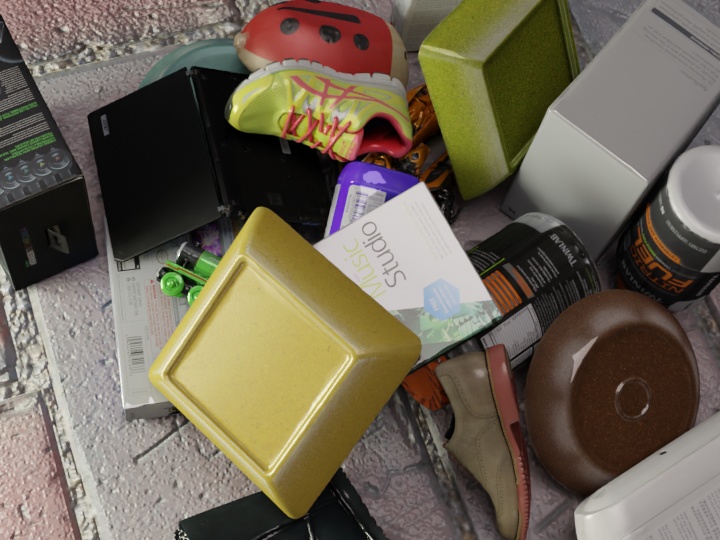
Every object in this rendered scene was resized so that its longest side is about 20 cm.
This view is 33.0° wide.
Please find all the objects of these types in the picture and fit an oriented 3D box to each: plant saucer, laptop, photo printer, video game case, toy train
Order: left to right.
[{"bbox_3d":[-0.148,0.034,1.176,0.179,0.046,0.202,-7,67,-10],"label":"video game case"},{"bbox_3d":[-0.148,-0.101,1.211,0.199,0.103,0.179,3,59,-35],"label":"laptop"},{"bbox_3d":[-0.140,-0.167,1.273,0.198,0.036,0.202,3,66,-8],"label":"plant saucer"},{"bbox_3d":[-0.095,0.033,1.130,0.199,0.042,0.057,26,88,4],"label":"toy train"},{"bbox_3d":[-0.080,0.080,1.043,0.200,0.048,0.201,40,105,18],"label":"plant saucer"},{"bbox_3d":[0.154,-0.195,1.202,0.048,0.201,0.200,22,59,37],"label":"plant saucer"},{"bbox_3d":[0.249,0.120,1.149,0.199,0.037,0.203,-1,93,-22],"label":"plant saucer"},{"bbox_3d":[0.298,0.247,1.113,0.199,0.069,0.167,-28,94,-19],"label":"photo printer"}]

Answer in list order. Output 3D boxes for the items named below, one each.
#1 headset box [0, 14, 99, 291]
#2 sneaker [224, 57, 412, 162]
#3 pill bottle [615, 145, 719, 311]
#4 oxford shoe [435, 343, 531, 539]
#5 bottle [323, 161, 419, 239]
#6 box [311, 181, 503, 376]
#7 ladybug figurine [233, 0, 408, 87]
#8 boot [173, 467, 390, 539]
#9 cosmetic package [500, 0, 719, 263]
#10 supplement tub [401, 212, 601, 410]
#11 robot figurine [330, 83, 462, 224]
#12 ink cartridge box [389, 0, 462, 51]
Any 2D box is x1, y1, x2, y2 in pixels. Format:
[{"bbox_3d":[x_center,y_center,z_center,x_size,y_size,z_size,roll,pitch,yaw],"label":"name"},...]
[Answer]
[{"bbox_3d":[-0.327,-0.101,1.139,0.092,0.174,0.201,-25,71,-17],"label":"headset box"},{"bbox_3d":[-0.032,-0.147,1.178,0.198,0.078,0.091,-3,53,-24],"label":"sneaker"},{"bbox_3d":[0.314,-0.028,1.186,0.105,0.200,0.107,3,64,-7],"label":"pill bottle"},{"bbox_3d":[0.113,0.161,1.110,0.074,0.071,0.202,-9,110,7],"label":"oxford shoe"},{"bbox_3d":[0.000,0.000,1.173,0.083,0.065,0.202,13,87,-14],"label":"bottle"},{"bbox_3d":[0.007,0.032,1.087,0.199,0.036,0.145,-31,79,-1],"label":"box"},{"bbox_3d":[-0.035,-0.233,1.266,0.198,0.072,0.136,1,39,-29],"label":"ladybug figurine"},{"bbox_3d":[-0.054,0.273,1.065,0.167,0.077,0.201,-26,65,-22],"label":"boot"},{"bbox_3d":[0.262,-0.137,1.227,0.123,0.200,0.200,39,67,10],"label":"cosmetic package"},{"bbox_3d":[0.123,0.041,1.171,0.199,0.123,0.123,-32,74,-19],"label":"supplement tub"},{"bbox_3d":[0.063,-0.118,1.267,0.145,0.058,0.200,39,66,11],"label":"robot figurine"},{"bbox_3d":[0.123,-0.308,1.283,0.161,0.200,0.051,-7,65,-11],"label":"ink cartridge box"}]
